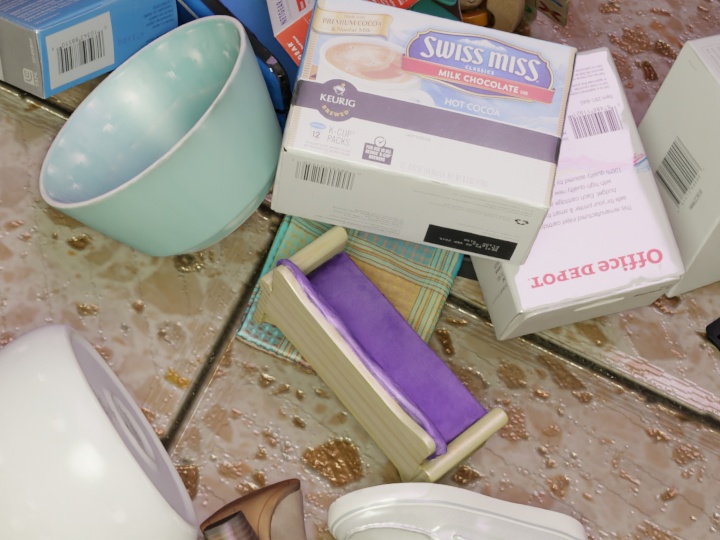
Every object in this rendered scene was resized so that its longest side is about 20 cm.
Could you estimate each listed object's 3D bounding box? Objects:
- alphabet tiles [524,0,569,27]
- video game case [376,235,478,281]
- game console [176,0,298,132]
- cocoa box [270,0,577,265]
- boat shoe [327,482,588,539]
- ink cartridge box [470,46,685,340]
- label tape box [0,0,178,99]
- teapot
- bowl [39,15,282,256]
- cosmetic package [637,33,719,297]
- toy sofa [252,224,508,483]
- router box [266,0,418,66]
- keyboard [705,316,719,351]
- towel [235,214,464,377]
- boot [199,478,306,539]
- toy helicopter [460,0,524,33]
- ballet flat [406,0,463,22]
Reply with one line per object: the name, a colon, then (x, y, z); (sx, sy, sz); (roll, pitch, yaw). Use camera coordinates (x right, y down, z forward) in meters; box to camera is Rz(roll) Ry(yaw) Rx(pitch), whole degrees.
alphabet tiles: (0.106, -0.292, 1.837); (0.200, 0.166, 0.006); (37, 82, 10)
video game case: (0.109, -0.064, 1.727); (0.199, 0.026, 0.182); (15, 48, -10)
game console: (-0.089, -0.221, 1.725); (0.118, 0.171, 0.200); (-41, 72, -12)
cocoa box: (0.046, -0.103, 1.502); (0.198, 0.133, 0.132); (12, 71, -1)
boat shoe: (0.072, 0.206, 1.465); (0.199, 0.072, 0.069); (16, 47, -21)
ink cartridge box: (0.153, -0.060, 1.618); (0.144, 0.084, 0.201); (-13, 75, -15)
label tape box: (-0.267, -0.217, 1.670); (0.199, 0.067, 0.143); (23, 40, 39)
teapot: (-0.207, 0.147, 1.349); (0.146, 0.198, 0.200); (-34, 22, -1)
bowl: (-0.138, -0.088, 1.560); (0.105, 0.200, 0.202); (50, 40, -29)
cosmetic package: (0.341, -0.104, 1.731); (0.199, 0.200, 0.123); (-14, 58, -30)
toy sofa: (0.015, 0.063, 1.514); (0.083, 0.098, 0.200); (-34, 74, -26)
router box: (0.005, -0.263, 1.681); (0.049, 0.179, 0.200); (50, 13, -26)
keyboard: (0.391, 0.039, 1.741); (0.199, 0.040, 0.104); (-29, 66, -36)
towel: (0.000, 0.000, 1.611); (0.146, 0.022, 0.201); (23, 58, 0)
boot: (-0.053, 0.227, 1.383); (0.147, 0.070, 0.200); (65, 13, 0)
toy helicopter: (0.056, -0.271, 1.807); (0.199, 0.133, 0.079); (29, 39, 11)
ballet flat: (0.051, -0.199, 1.662); (0.067, 0.062, 0.201); (29, 34, -14)
